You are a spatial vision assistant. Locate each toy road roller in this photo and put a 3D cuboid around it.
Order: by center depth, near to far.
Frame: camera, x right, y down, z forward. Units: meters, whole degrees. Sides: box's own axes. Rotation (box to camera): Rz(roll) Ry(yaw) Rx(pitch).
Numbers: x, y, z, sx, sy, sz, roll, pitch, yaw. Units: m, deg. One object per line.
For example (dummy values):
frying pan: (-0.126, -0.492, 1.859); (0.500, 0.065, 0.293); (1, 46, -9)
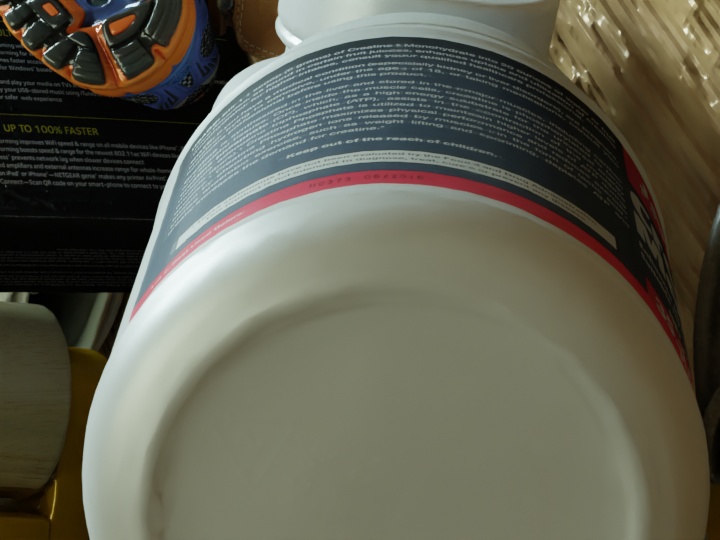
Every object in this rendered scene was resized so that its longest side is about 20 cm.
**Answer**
toy road roller: (-0.182, 0.102, 0.992); (0.146, 0.122, 0.201); (19, 101, 58)

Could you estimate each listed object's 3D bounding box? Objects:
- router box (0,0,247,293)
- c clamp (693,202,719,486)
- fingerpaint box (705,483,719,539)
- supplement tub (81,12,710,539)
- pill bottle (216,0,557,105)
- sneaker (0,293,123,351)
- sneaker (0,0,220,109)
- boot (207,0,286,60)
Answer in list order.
router box: (-0.133, -0.065, 0.977); (0.051, 0.199, 0.150); (-52, 48, 43)
c clamp: (0.151, 0.035, 0.600); (0.199, 0.027, 0.172); (28, 89, 36)
fingerpaint box: (0.116, 0.148, 0.695); (0.200, 0.073, 0.168); (-54, 48, 41)
supplement tub: (0.011, 0.020, 0.664); (0.200, 0.139, 0.141); (-83, 5, -69)
pill bottle: (0.000, 0.000, 0.832); (0.111, 0.110, 0.201); (40, 123, 51)
sneaker: (-0.130, -0.052, 1.101); (0.116, 0.073, 0.201); (44, 137, 47)
sneaker: (-0.118, -0.123, 0.953); (0.075, 0.078, 0.200); (-39, 62, 3)
boot: (-0.004, -0.137, 0.879); (0.200, 0.076, 0.156); (28, 113, 58)
